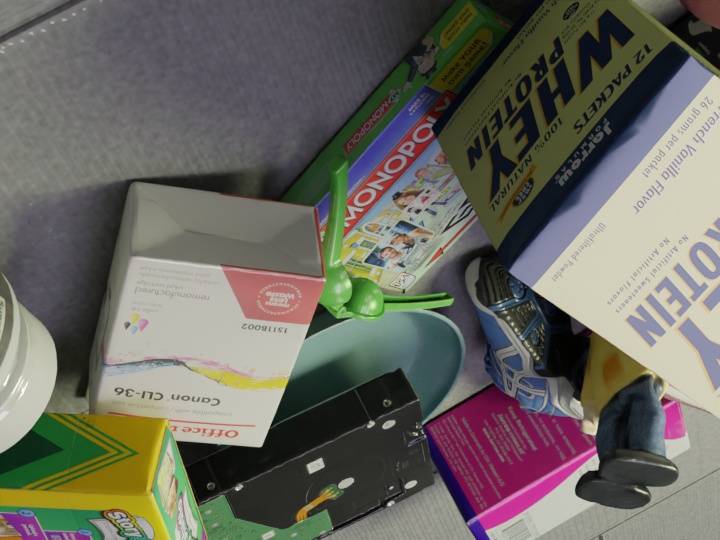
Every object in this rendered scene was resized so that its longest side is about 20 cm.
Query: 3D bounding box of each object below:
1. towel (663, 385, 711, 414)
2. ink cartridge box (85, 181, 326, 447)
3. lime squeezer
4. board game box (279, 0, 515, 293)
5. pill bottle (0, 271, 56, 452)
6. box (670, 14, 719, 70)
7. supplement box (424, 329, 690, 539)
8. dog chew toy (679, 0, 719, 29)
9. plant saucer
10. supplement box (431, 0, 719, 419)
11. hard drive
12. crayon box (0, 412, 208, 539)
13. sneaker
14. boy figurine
[{"bbox_3d":[0.316,0.030,1.086,0.146,0.030,0.200,24,113,-29],"label":"towel"},{"bbox_3d":[-0.103,0.045,0.886,0.116,0.068,0.200,7,134,-15],"label":"ink cartridge box"},{"bbox_3d":[0.000,0.000,0.922,0.071,0.038,0.200,-60,147,-12],"label":"lime squeezer"},{"bbox_3d":[0.045,-0.073,0.909,0.134,0.029,0.200,16,125,-48],"label":"board game box"},{"bbox_3d":[-0.248,0.022,0.734,0.114,0.114,0.200,-33,146,3],"label":"pill bottle"},{"bbox_3d":[0.213,-0.071,0.967,0.200,0.106,0.122,-38,145,10],"label":"box"},{"bbox_3d":[0.165,0.143,1.207,0.200,0.103,0.101,-29,145,0],"label":"supplement box"},{"bbox_3d":[0.255,-0.162,0.800,0.124,0.200,0.125,-19,144,-15],"label":"dog chew toy"},{"bbox_3d":[-0.018,0.085,1.055,0.200,0.036,0.200,-19,144,-15],"label":"plant saucer"},{"bbox_3d":[0.169,-0.041,0.780,0.200,0.200,0.134,33,107,-21],"label":"supplement box"},{"bbox_3d":[-0.045,0.158,1.063,0.200,0.038,0.140,-26,145,-8],"label":"hard drive"},{"bbox_3d":[-0.197,0.162,0.930,0.172,0.058,0.200,2,145,5],"label":"crayon box"},{"bbox_3d":[0.124,0.060,1.093,0.077,0.076,0.200,-8,139,31],"label":"sneaker"},{"bbox_3d":[0.194,0.067,1.038,0.064,0.200,0.124,14,145,-15],"label":"boy figurine"}]
